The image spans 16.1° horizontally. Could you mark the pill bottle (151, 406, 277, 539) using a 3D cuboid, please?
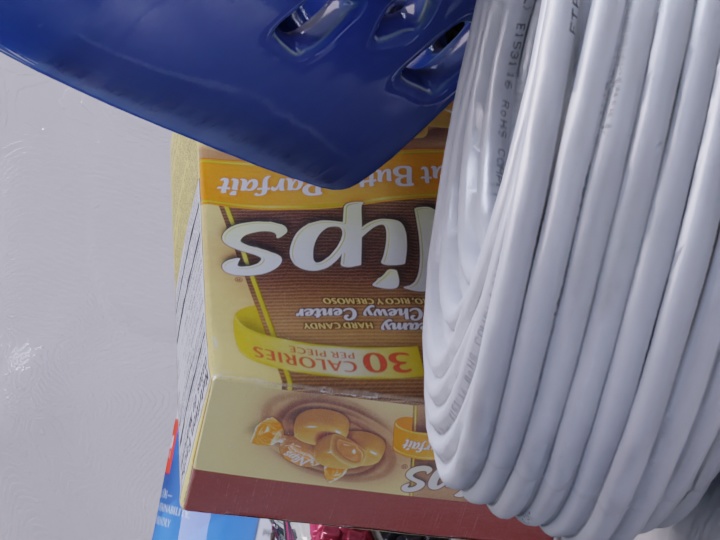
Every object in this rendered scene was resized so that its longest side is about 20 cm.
[{"bbox_3d":[-0.034,0.105,1.122,0.112,0.112,0.201,140,141,-82],"label":"pill bottle"}]

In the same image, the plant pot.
[{"bbox_3d":[-0.022,-0.164,0.701,0.200,0.179,0.201,22,-142,-58],"label":"plant pot"}]

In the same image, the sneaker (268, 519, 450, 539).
[{"bbox_3d":[-0.003,0.110,0.941,0.200,0.080,0.075,-88,8,-60],"label":"sneaker"}]

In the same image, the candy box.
[{"bbox_3d":[0.000,0.000,0.818,0.200,0.115,0.056,-98,18,-55],"label":"candy box"}]

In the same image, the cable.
[{"bbox_3d":[0.060,-0.034,0.594,0.201,0.069,0.201,107,173,-48],"label":"cable"}]

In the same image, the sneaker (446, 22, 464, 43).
[{"bbox_3d":[0.023,-0.113,0.920,0.200,0.075,0.079,-56,32,24],"label":"sneaker"}]
